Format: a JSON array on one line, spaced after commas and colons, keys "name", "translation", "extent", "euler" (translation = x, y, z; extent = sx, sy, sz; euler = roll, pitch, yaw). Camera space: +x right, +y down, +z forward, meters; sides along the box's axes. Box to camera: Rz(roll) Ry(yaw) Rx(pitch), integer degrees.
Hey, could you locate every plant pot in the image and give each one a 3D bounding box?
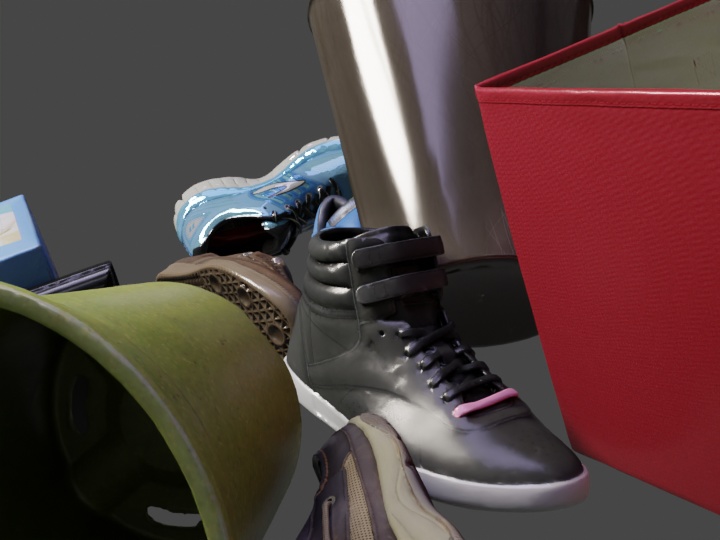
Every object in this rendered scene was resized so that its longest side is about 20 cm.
[{"name": "plant pot", "translation": [-0.112, 0.085, 0.487], "extent": [0.199, 0.202, 0.184], "euler": [-12, 7, 16]}]

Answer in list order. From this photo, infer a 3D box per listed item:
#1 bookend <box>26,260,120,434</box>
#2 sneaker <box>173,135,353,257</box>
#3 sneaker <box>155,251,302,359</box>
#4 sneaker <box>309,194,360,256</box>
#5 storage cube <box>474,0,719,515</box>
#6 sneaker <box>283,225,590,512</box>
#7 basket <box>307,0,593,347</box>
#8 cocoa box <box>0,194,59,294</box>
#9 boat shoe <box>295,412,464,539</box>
[{"name": "bookend", "translation": [-0.197, 0.096, 0.635], "extent": [0.197, 0.093, 0.200], "euler": [-20, 23, -14]}, {"name": "sneaker", "translation": [-0.058, -0.046, 1.021], "extent": [0.199, 0.079, 0.090], "euler": [-21, 36, 1]}, {"name": "sneaker", "translation": [-0.073, 0.012, 0.826], "extent": [0.075, 0.071, 0.199], "euler": [-26, 20, -28]}, {"name": "sneaker", "translation": [0.000, 0.000, 0.784], "extent": [0.065, 0.079, 0.200], "euler": [-17, 19, -6]}, {"name": "storage cube", "translation": [0.179, -0.017, 0.493], "extent": [0.170, 0.181, 0.200], "euler": [-25, 18, -23]}, {"name": "sneaker", "translation": [0.029, 0.036, 0.563], "extent": [0.070, 0.100, 0.199], "euler": [-9, 23, -36]}, {"name": "basket", "translation": [0.060, -0.069, 0.698], "extent": [0.179, 0.201, 0.136], "euler": [2, -28, -9]}, {"name": "cocoa box", "translation": [-0.283, 0.056, 0.775], "extent": [0.199, 0.132, 0.133], "euler": [-22, 23, -13]}, {"name": "boat shoe", "translation": [-0.001, 0.111, 0.452], "extent": [0.073, 0.075, 0.200], "euler": [-25, 12, -6]}]
